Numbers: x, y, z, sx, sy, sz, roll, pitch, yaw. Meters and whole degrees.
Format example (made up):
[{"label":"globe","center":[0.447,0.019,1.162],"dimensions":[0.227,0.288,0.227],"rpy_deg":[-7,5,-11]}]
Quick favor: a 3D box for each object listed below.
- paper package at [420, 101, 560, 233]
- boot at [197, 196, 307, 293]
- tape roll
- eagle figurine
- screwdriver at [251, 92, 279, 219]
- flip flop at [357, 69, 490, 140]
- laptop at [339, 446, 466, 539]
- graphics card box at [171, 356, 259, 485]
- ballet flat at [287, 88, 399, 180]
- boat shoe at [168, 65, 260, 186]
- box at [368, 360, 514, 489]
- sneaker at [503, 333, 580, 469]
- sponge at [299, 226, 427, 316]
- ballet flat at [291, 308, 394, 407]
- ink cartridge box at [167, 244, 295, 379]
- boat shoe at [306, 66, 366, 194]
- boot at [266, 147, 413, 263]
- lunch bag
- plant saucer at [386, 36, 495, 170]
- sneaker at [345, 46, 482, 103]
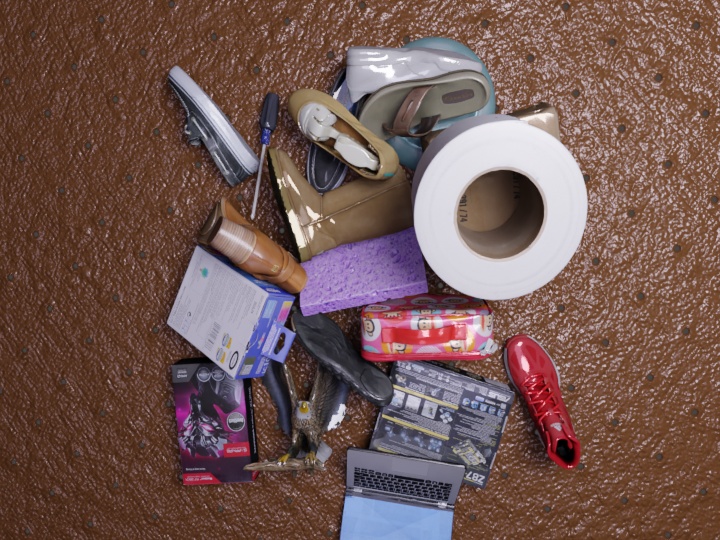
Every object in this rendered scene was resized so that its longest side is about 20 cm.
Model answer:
[{"label":"paper package","center":[0.193,-0.115,0.817],"dimensions":[0.185,0.104,0.206],"rpy_deg":[-11,107,7]},{"label":"boot","center":[-0.164,-0.032,0.864],"dimensions":[0.153,0.200,0.075],"rpy_deg":[33,97,-25]},{"label":"tape roll","center":[0.161,-0.083,0.703],"dimensions":[0.196,0.140,0.209],"rpy_deg":[1,108,4]},{"label":"eagle figurine","center":[-0.089,0.211,0.894],"dimensions":[0.149,0.150,0.205],"rpy_deg":[21,56,-33]},{"label":"screwdriver","center":[-0.149,-0.179,0.872],"dimensions":[0.027,0.029,0.206],"rpy_deg":[14,73,-30]},{"label":"flip flop","center":[0.085,-0.220,0.791],"dimensions":[0.194,0.082,0.059],"rpy_deg":[-9,51,18]},{"label":"laptop","center":[0.059,0.388,0.881],"dimensions":[0.181,0.118,0.204],"rpy_deg":[7,135,4]},{"label":"graphics card box","center":[-0.237,0.245,0.934],"dimensions":[0.121,0.051,0.207],"rpy_deg":[-3,94,6]},{"label":"ballet flat","center":[-0.033,-0.194,0.797],"dimensions":[0.197,0.063,0.070],"rpy_deg":[34,120,11]},{"label":"boat shoe","center":[-0.241,-0.221,0.883],"dimensions":[0.070,0.072,0.202],"rpy_deg":[-38,92,3]},{"label":"box","center":[0.126,0.233,0.899],"dimensions":[0.194,0.049,0.166],"rpy_deg":[16,95,4]},{"label":"sneaker","center":[0.281,0.196,0.846],"dimensions":[0.077,0.116,0.204],"rpy_deg":[-28,92,7]},{"label":"sponge","center":[0.000,0.000,0.867],"dimensions":[0.194,0.030,0.114],"rpy_deg":[-11,51,7]},{"label":"ballet flat","center":[-0.032,0.133,0.845],"dimensions":[0.199,0.057,0.066],"rpy_deg":[42,58,15]},{"label":"ink cartridge box","center":[-0.189,0.070,0.865],"dimensions":[0.197,0.076,0.140],"rpy_deg":[30,99,29]},{"label":"boat shoe","center":[-0.037,-0.213,0.867],"dimensions":[0.068,0.066,0.205],"rpy_deg":[22,96,3]},{"label":"boot","center":[-0.027,-0.121,0.846],"dimensions":[0.195,0.066,0.180],"rpy_deg":[-22,102,-16]},{"label":"lunch bag","center":[0.096,0.083,0.824],"dimensions":[0.193,0.176,0.085],"rpy_deg":[-2,95,6]},{"label":"plant saucer","center":[0.110,-0.255,0.865],"dimensions":[0.193,0.036,0.207],"rpy_deg":[0,95,5]},{"label":"sneaker","center":[0.076,-0.274,0.823],"dimensions":[0.193,0.076,0.091],"rpy_deg":[3,116,2]}]
